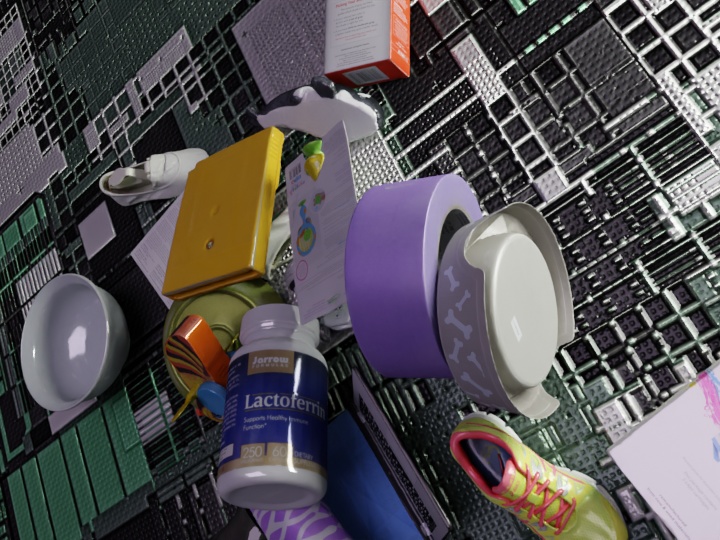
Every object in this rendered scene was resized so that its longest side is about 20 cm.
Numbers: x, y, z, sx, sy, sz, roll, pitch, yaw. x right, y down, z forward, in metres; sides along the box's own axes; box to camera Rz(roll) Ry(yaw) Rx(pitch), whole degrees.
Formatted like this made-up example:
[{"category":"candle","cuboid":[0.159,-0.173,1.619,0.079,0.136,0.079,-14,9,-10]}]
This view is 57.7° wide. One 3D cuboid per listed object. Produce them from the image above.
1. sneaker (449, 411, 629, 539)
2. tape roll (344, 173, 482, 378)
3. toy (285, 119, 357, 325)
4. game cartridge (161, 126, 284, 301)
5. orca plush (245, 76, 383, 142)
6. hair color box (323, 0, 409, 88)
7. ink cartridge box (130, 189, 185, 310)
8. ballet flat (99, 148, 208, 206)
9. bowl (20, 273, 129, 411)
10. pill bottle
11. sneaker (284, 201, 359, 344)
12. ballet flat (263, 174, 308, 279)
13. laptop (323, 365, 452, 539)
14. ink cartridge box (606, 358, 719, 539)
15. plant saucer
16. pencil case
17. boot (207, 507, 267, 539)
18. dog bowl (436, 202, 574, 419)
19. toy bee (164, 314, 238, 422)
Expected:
[{"category":"sneaker","cuboid":[0.165,0.217,0.643,0.199,0.090,0.079,31,96,28]},{"category":"tape roll","cuboid":[0.067,0.008,0.670,0.084,0.199,0.204,-5,79,29]},{"category":"toy","cuboid":[-0.030,-0.051,0.735,0.115,0.047,0.203,-29,63,41]},{"category":"game cartridge","cuboid":[-0.177,-0.072,0.849,0.174,0.032,0.203,-15,58,36]},{"category":"orca plush","cuboid":[-0.050,-0.210,0.868,0.198,0.071,0.106,-8,122,37]},{"category":"hair color box","cuboid":[0.010,-0.346,0.840,0.100,0.061,0.204,-3,82,29]},{"category":"ink cartridge box","cuboid":[-0.222,-0.040,0.940,0.200,0.050,0.161,-47,63,5]},{"category":"ballet flat","cuboid":[-0.320,-0.143,0.995,0.197,0.069,0.071,-11,76,28]},{"category":"bowl","cuboid":[-0.418,0.110,0.996,0.198,0.090,0.205,-5,80,29]},{"category":"pill bottle","cuboid":[-0.092,0.147,0.718,0.114,0.116,0.203,-20,52,25]},{"category":"sneaker","cuboid":[0.000,0.000,0.785,0.199,0.075,0.116,-37,66,25]},{"category":"ballet flat","cuboid":[-0.072,-0.066,0.836,0.200,0.069,0.070,-44,64,12]},{"category":"laptop","cuboid":[-0.003,0.243,0.725,0.115,0.201,0.188,-28,65,-13]},{"category":"ink cartridge box","cuboid":[0.330,0.135,0.540,0.200,0.128,0.126,-45,63,15]},{"category":"plant saucer","cuboid":[-0.182,0.099,0.864,0.197,0.031,0.204,0,90,16]},{"category":"pencil case","cuboid":[-0.057,0.292,0.735,0.200,0.085,0.084,46,109,34]},{"category":"boot","cuboid":[-0.130,0.395,0.797,0.139,0.077,0.200,-49,63,9]},{"category":"dog bowl","cuboid":[0.141,0.039,0.628,0.058,0.199,0.204,-9,77,38]},{"category":"toy bee","cuboid":[-0.181,0.149,0.795,0.108,0.130,0.203,-15,98,38]}]
